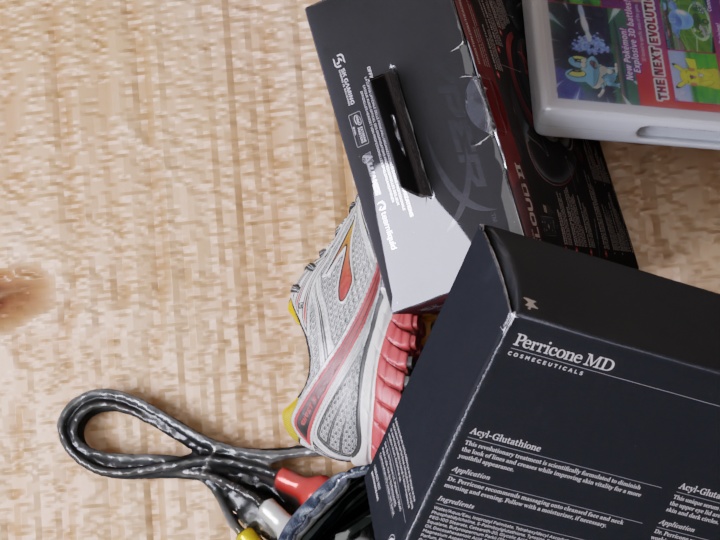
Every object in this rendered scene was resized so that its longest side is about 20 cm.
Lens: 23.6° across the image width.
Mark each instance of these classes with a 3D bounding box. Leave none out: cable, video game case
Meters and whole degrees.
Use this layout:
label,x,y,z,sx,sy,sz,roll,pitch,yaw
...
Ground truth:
label,x,y,z,sx,sy,sz,roll,pitch,yaw
cable,-0.065,0.107,0.905,0.199,0.050,0.098,33,86,8
video game case,0.167,-0.139,0.849,0.180,0.023,0.201,4,53,-7

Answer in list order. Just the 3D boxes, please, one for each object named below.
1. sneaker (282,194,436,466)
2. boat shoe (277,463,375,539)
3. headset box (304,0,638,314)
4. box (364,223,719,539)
label,x,y,z,sx,sy,sz,roll,pitch,yaw
sneaker,0.000,0.000,0.895,0.081,0.078,0.202,3,76,20
boat shoe,0.049,0.108,0.830,0.199,0.091,0.071,-34,67,-9
headset box,0.055,-0.059,0.828,0.074,0.200,0.150,-20,82,22
box,0.120,0.080,0.745,0.198,0.079,0.142,16,119,-16
